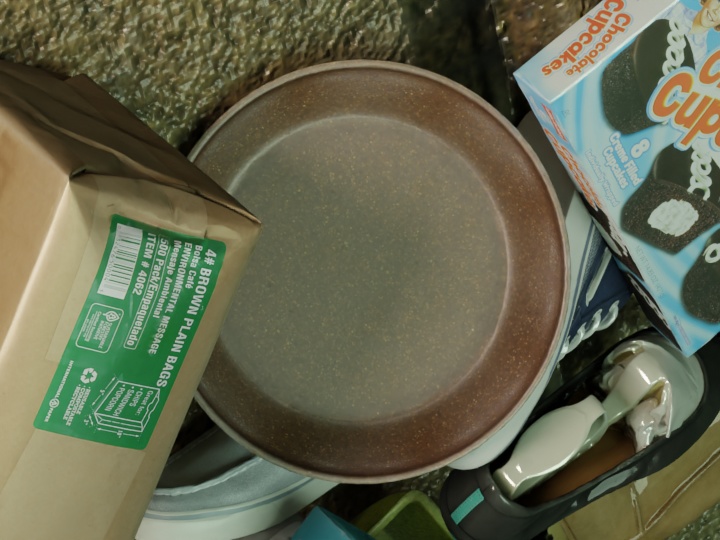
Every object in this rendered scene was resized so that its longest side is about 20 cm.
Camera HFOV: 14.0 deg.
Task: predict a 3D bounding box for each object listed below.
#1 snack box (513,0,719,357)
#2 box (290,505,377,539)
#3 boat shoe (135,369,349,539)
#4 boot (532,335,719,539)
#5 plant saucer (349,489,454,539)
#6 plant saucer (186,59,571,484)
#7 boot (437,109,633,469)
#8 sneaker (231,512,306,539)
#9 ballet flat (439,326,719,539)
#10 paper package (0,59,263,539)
[{"bbox_3d":[0.162,-0.060,1.433,0.116,0.037,0.200,-39,133,-6],"label":"snack box"},{"bbox_3d":[0.036,0.198,1.440,0.200,0.049,0.082,34,92,-32],"label":"box"},{"bbox_3d":[-0.034,0.071,1.461,0.200,0.070,0.072,-24,116,-27],"label":"boat shoe"},{"bbox_3d":[0.166,0.078,1.601,0.200,0.066,0.175,-40,143,-8],"label":"boot"},{"bbox_3d":[-0.004,0.227,1.576,0.200,0.048,0.200,-45,131,-5],"label":"plant saucer"},{"bbox_3d":[0.000,0.000,1.407,0.199,0.037,0.202,0,93,-5],"label":"plant saucer"},{"bbox_3d":[0.099,0.019,1.480,0.090,0.073,0.201,38,68,-45],"label":"boot"},{"bbox_3d":[-0.109,0.176,1.447,0.200,0.088,0.082,-37,148,-17],"label":"sneaker"},{"bbox_3d":[0.126,0.079,1.494,0.200,0.068,0.068,-35,165,-29],"label":"ballet flat"},{"bbox_3d":[-0.156,0.024,1.262,0.103,0.191,0.201,12,107,-38],"label":"paper package"}]
